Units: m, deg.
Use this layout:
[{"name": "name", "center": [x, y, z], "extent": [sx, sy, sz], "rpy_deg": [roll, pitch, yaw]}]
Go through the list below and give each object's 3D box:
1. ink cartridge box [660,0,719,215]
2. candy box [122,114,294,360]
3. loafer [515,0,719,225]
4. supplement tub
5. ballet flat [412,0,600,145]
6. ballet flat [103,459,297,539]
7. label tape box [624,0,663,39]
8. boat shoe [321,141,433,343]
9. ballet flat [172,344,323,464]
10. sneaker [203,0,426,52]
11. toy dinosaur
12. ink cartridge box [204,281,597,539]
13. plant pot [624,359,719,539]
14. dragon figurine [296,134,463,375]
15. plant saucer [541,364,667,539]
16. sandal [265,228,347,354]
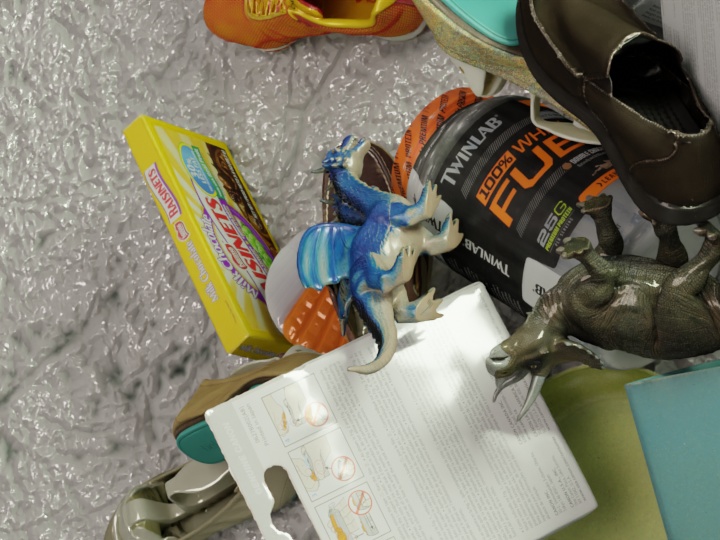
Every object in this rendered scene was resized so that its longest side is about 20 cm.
[{"name": "ink cartridge box", "center": [0.226, -0.099, 1.261], "extent": [0.200, 0.050, 0.164], "rpy_deg": [-136, 34, -63]}, {"name": "candy box", "center": [-0.095, -0.019, 1.619], "extent": [0.026, 0.102, 0.201], "rpy_deg": [-41, 60, 24]}, {"name": "loafer", "center": [0.156, -0.116, 1.308], "extent": [0.201, 0.072, 0.072], "rpy_deg": [56, 154, 35]}, {"name": "supplement tub", "center": [0.120, -0.032, 1.445], "extent": [0.199, 0.122, 0.123], "rpy_deg": [33, 102, 36]}, {"name": "ballet flat", "center": [0.105, -0.126, 1.404], "extent": [0.199, 0.071, 0.071], "rpy_deg": [27, 99, 14]}, {"name": "ballet flat", "center": [-0.130, 0.165, 1.635], "extent": [0.199, 0.069, 0.070], "rpy_deg": [-31, 64, 30]}, {"name": "label tape box", "center": [0.203, -0.236, 1.417], "extent": [0.200, 0.063, 0.145], "rpy_deg": [-40, 48, 40]}, {"name": "boat shoe", "center": [0.008, -0.002, 1.496], "extent": [0.072, 0.072, 0.202], "rpy_deg": [-12, 67, 11]}, {"name": "ballet flat", "center": [-0.056, 0.079, 1.515], "extent": [0.199, 0.069, 0.063], "rpy_deg": [-17, 40, 47]}, {"name": "sneaker", "center": [-0.041, -0.199, 1.630], "extent": [0.199, 0.077, 0.074], "rpy_deg": [-1, 82, 39]}, {"name": "toy dinosaur", "center": [0.168, 0.015, 1.312], "extent": [0.198, 0.103, 0.077], "rpy_deg": [-6, 32, 10]}, {"name": "ink cartridge box", "center": [0.023, 0.119, 1.402], "extent": [0.199, 0.050, 0.162], "rpy_deg": [-25, 81, -14]}, {"name": "plant pot", "center": [0.260, 0.143, 1.293], "extent": [0.140, 0.141, 0.202], "rpy_deg": [-13, 86, 35]}, {"name": "dragon figurine", "center": [0.000, 0.000, 1.396], "extent": [0.099, 0.059, 0.201], "rpy_deg": [-9, 48, 30]}, {"name": "plant saucer", "center": [0.157, 0.159, 1.438], "extent": [0.199, 0.031, 0.202], "rpy_deg": [-8, 77, 36]}, {"name": "sandal", "center": [0.014, 0.058, 1.545], "extent": [0.079, 0.059, 0.207], "rpy_deg": [-43, 64, -4]}]
